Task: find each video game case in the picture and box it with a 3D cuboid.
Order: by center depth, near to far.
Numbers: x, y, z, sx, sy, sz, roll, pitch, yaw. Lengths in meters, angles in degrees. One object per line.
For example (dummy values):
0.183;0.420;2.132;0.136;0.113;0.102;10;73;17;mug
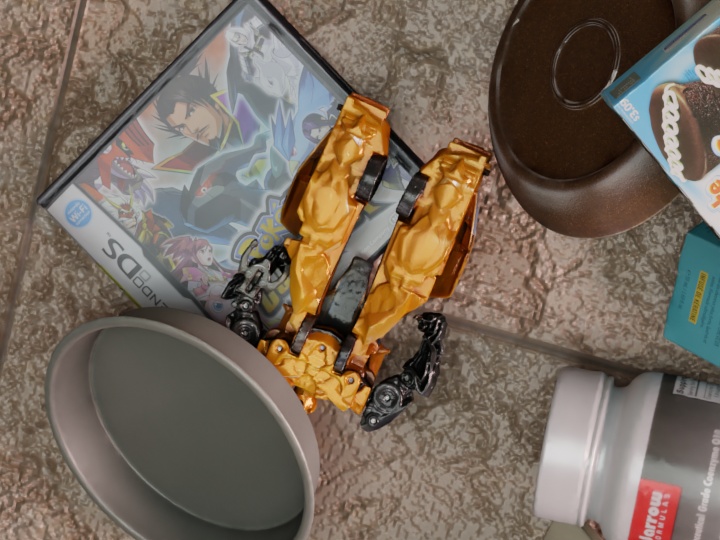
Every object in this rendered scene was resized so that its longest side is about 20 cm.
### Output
-0.077;-0.048;1.672;0.200;0.026;0.181;-44;90;14;video game case

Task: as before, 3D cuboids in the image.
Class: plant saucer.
0.142;-0.119;1.552;0.200;0.032;0.200;-20;62;45;plant saucer

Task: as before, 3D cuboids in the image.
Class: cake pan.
-0.108;0.104;1.653;0.200;0.037;0.200;19;132;23;cake pan

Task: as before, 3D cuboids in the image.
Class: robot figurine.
0.000;0.000;1.625;0.145;0.058;0.200;25;102;4;robot figurine

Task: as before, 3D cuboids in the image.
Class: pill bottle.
0.212;0.126;1.607;0.200;0.114;0.114;11;101;8;pill bottle

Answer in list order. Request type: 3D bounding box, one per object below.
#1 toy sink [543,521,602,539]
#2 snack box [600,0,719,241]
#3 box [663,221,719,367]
0.180;0.257;1.625;0.112;0.200;0.130;19;103;-24;toy sink
0.242;-0.060;1.475;0.116;0.037;0.200;-40;107;5;snack box
0.282;0.043;1.565;0.200;0.049;0.082;29;129;27;box
